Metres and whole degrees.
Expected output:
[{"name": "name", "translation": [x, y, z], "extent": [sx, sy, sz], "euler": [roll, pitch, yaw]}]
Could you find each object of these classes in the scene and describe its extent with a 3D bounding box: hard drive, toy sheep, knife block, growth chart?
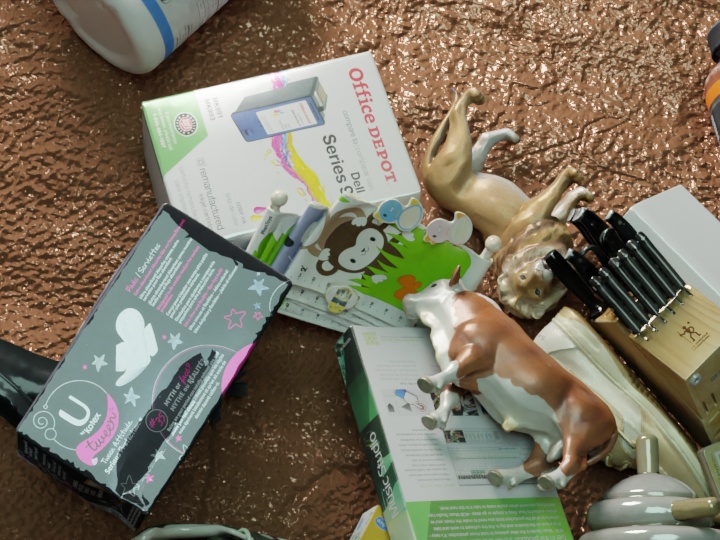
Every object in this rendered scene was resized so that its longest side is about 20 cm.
[{"name": "hard drive", "translation": [0.305, 0.016, 1.588], "extent": [0.200, 0.132, 0.026], "euler": [45, 116, 13]}, {"name": "toy sheep", "translation": [0.226, 0.224, 1.485], "extent": [0.137, 0.138, 0.201], "euler": [3, 73, -4]}, {"name": "knife block", "translation": [0.229, 0.041, 1.559], "extent": [0.064, 0.200, 0.176], "euler": [-42, 52, -7]}, {"name": "growth chart", "translation": [0.000, 0.000, 1.547], "extent": [0.199, 0.145, 0.018], "euler": [14, 31, -15]}]

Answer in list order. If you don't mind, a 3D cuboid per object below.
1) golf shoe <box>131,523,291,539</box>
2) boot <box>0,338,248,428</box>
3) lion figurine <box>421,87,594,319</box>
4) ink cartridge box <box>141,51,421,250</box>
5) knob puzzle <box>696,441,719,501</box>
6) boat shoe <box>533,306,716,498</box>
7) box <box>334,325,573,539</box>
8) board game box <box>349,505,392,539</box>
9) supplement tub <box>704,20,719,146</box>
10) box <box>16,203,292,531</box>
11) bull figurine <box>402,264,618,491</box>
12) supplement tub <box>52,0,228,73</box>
[{"name": "golf shoe", "translation": [-0.080, 0.231, 1.478], "extent": [0.199, 0.088, 0.078], "euler": [6, 66, -5]}, {"name": "boot", "translation": [-0.198, 0.072, 1.537], "extent": [0.198, 0.073, 0.163], "euler": [39, 72, 2]}, {"name": "lion figurine", "translation": [0.111, -0.055, 1.627], "extent": [0.200, 0.072, 0.123], "euler": [41, 85, 26]}, {"name": "ink cartridge box", "translation": [-0.065, -0.080, 1.599], "extent": [0.199, 0.088, 0.146], "euler": [-12, 64, -12]}, {"name": "knob puzzle", "translation": [0.380, 0.192, 1.539], "extent": [0.219, 0.030, 0.221], "euler": [7, 71, -21]}, {"name": "boat shoe", "translation": [0.207, 0.123, 1.563], "extent": [0.069, 0.074, 0.200], "euler": [-41, 81, 5]}, {"name": "box", "translation": [0.071, 0.135, 1.512], "extent": [0.144, 0.036, 0.201], "euler": [3, 54, -30]}, {"name": "board game box", "translation": [0.060, 0.286, 1.465], "extent": [0.200, 0.034, 0.135], "euler": [33, 63, -7]}, {"name": "supplement tub", "translation": [0.352, -0.120, 1.647], "extent": [0.106, 0.107, 0.201], "euler": [-10, 70, -9]}, {"name": "box", "translation": [-0.155, 0.072, 1.442], "extent": [0.114, 0.132, 0.200], "euler": [33, 74, -1]}, {"name": "bull figurine", "translation": [0.105, 0.086, 1.502], "extent": [0.200, 0.065, 0.121], "euler": [36, 52, 7]}, {"name": "supplement tub", "translation": [-0.156, -0.273, 1.647], "extent": [0.132, 0.132, 0.200], "euler": [40, 71, 10]}]
